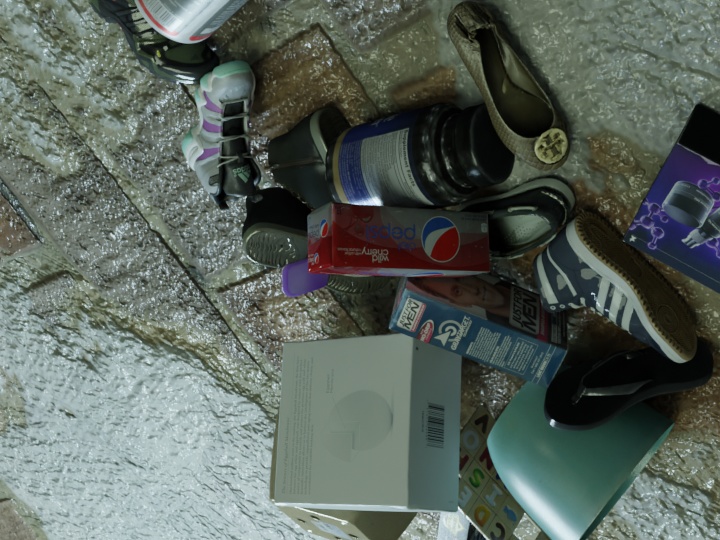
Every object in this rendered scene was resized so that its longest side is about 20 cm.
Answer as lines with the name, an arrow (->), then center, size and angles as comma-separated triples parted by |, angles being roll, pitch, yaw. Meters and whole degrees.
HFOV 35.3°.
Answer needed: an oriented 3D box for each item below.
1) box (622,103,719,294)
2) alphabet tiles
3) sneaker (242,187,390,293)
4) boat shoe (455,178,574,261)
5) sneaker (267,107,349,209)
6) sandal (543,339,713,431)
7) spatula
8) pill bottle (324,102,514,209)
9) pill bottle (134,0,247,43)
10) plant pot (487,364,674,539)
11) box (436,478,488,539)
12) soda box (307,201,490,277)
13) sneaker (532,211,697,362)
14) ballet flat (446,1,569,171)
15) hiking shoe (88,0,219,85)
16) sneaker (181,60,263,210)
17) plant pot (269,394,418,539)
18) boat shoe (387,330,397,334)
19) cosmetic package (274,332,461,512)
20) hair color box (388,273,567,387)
box -> 0.381, -0.048, 1.112 | 0.199, 0.079, 0.142 | 30, 140, 11
alphabet tiles -> 0.197, 0.278, 1.459 | 0.200, 0.167, 0.008 | 47, 144, -9
sneaker -> -0.053, -0.045, 1.432 | 0.198, 0.107, 0.075 | 19, 125, -20
boat shoe -> 0.154, -0.045, 1.288 | 0.076, 0.061, 0.199 | 44, 140, -13
sneaker -> -0.035, -0.086, 1.366 | 0.106, 0.074, 0.202 | -19, 93, 44
sandal -> 0.295, 0.117, 1.263 | 0.198, 0.077, 0.043 | -21, 142, 0
spatula -> 0.000, 0.000, 1.382 | 0.197, 0.021, 0.057 | -6, 131, -11
pill bottle -> 0.066, -0.121, 1.249 | 0.198, 0.112, 0.113 | -9, 120, 40
pill bottle -> -0.153, -0.340, 1.215 | 0.114, 0.114, 0.199 | 50, 137, -12
plant pot -> 0.249, 0.209, 1.350 | 0.161, 0.200, 0.202 | 39, 140, 20
box -> 0.156, 0.327, 1.537 | 0.046, 0.159, 0.202 | 22, 136, 21
soda box -> 0.042, -0.030, 1.224 | 0.063, 0.198, 0.071 | -12, 77, 62
sneaker -> 0.278, 0.036, 1.262 | 0.200, 0.070, 0.108 | 48, 136, -2
ballet flat -> 0.155, -0.188, 1.159 | 0.201, 0.067, 0.046 | 57, 171, -13
hiking shoe -> -0.243, -0.305, 1.339 | 0.199, 0.076, 0.101 | 40, 142, 0
sneaker -> -0.150, -0.148, 1.372 | 0.141, 0.077, 0.200 | 63, 153, 20
plant pot -> -0.015, 0.272, 1.553 | 0.198, 0.179, 0.200 | 10, 154, 30
boat shoe -> 0.069, 0.088, 1.465 | 0.069, 0.074, 0.201 | 42, 134, 8
cosmetic package -> 0.010, 0.188, 1.374 | 0.198, 0.202, 0.122 | -6, 165, 34
hair color box -> 0.138, 0.053, 1.312 | 0.198, 0.100, 0.061 | 20, 121, -3
